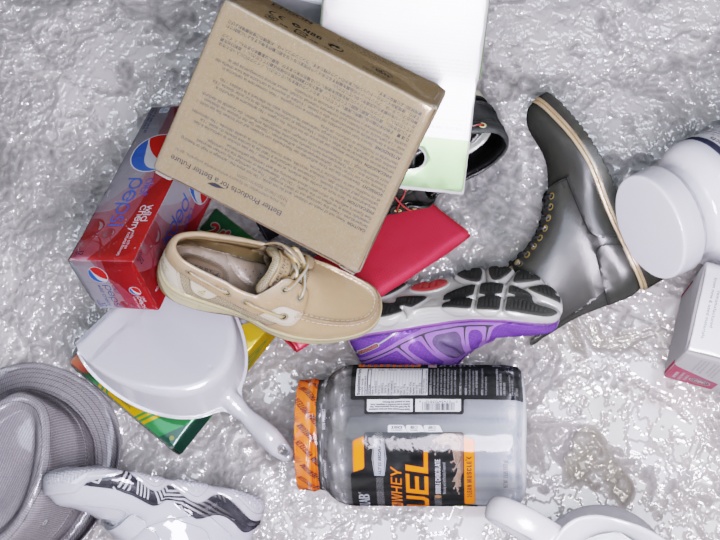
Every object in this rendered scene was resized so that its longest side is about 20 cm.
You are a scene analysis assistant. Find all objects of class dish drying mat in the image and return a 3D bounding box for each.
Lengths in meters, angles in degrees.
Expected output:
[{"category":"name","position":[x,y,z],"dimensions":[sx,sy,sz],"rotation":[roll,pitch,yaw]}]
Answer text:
[{"category":"dish drying mat","position":[0.000,0.000,1.460],"dimensions":[0.199,0.018,0.077],"rotation":[-32,50,-23]}]

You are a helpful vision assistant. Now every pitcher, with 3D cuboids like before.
[{"category":"pitcher","position":[0.179,0.240,1.340],"dimensions":[0.171,0.200,0.122],"rotation":[30,81,10]}]

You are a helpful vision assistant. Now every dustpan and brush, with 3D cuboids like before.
[{"category":"dustpan and brush","position":[-0.133,0.094,1.420],"dimensions":[0.200,0.057,0.140],"rotation":[38,69,19]}]

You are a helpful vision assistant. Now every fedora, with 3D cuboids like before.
[{"category":"fedora","position":[-0.312,0.174,1.441],"dimensions":[0.176,0.090,0.201],"rotation":[31,81,9]}]

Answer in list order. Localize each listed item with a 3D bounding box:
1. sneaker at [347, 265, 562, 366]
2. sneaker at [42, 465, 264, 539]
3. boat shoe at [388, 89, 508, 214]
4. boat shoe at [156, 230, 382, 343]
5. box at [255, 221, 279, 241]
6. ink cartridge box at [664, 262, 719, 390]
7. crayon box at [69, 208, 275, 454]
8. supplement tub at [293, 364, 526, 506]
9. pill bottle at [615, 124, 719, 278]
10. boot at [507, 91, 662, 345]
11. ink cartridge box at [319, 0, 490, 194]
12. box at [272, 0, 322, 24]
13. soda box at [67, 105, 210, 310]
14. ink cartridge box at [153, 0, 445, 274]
[{"category":"sneaker","position":[0.086,0.051,1.449],"dimensions":[0.198,0.081,0.084],"rotation":[-7,118,19]},{"category":"sneaker","position":[-0.184,0.235,1.403],"dimensions":[0.198,0.075,0.116],"rotation":[13,80,-22]},{"category":"boat shoe","position":[0.040,-0.088,1.469],"dimensions":[0.200,0.074,0.063],"rotation":[-30,51,1]},{"category":"boat shoe","position":[-0.072,0.012,1.378],"dimensions":[0.198,0.065,0.072],"rotation":[10,63,-13]},{"category":"box","position":[-0.033,-0.134,1.480],"dimensions":[0.199,0.036,0.144],"rotation":[-29,120,-2]},{"category":"ink cartridge box","position":[0.374,0.070,1.394],"dimensions":[0.198,0.147,0.084],"rotation":[15,79,6]},{"category":"crayon box","position":[-0.153,0.049,1.480],"dimensions":[0.127,0.051,0.201],"rotation":[37,81,11]},{"category":"supplement tub","position":[0.044,0.143,1.410],"dimensions":[0.198,0.123,0.124],"rotation":[0,77,4]},{"category":"pill bottle","position":[0.329,-0.072,1.418],"dimensions":[0.199,0.116,0.116],"rotation":[-22,76,-21]},{"category":"boot","position":[0.168,-0.047,1.474],"dimensions":[0.138,0.077,0.201],"rotation":[-30,76,2]},{"category":"ink cartridge box","position":[0.033,-0.175,1.415],"dimensions":[0.144,0.048,0.202],"rotation":[6,111,-1]},{"category":"box","position":[-0.041,-0.326,1.520],"dimensions":[0.097,0.124,0.202],"rotation":[15,78,7]},{"category":"soda box","position":[-0.183,-0.059,1.449],"dimensions":[0.069,0.064,0.201],"rotation":[1,48,23]},{"category":"ink cartridge box","position":[-0.051,-0.119,1.374],"dimensions":[0.199,0.075,0.166],"rotation":[27,112,0]}]
